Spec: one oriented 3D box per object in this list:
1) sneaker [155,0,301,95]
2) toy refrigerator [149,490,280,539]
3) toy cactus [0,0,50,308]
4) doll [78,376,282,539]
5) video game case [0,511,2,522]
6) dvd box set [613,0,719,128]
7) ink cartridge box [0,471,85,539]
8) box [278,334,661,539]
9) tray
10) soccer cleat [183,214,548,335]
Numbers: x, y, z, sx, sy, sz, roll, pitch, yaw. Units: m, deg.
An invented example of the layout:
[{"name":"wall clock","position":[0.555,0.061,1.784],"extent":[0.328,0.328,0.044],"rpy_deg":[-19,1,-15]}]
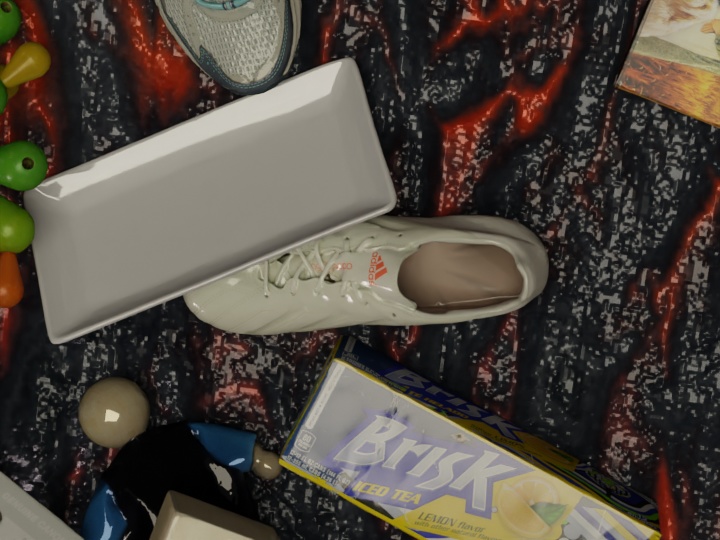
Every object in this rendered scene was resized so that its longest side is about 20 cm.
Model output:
[{"name":"sneaker","position":[-0.088,-0.185,1.129],"extent":[0.077,0.086,0.201],"rpy_deg":[-17,98,8]},{"name":"toy refrigerator","position":[-0.102,0.225,1.144],"extent":[0.070,0.076,0.201],"rpy_deg":[21,89,-8]},{"name":"toy cactus","position":[-0.244,-0.055,1.154],"extent":[0.164,0.102,0.201],"rpy_deg":[5,83,25]},{"name":"doll","position":[-0.097,0.149,1.203],"extent":[0.136,0.048,0.201],"rpy_deg":[-30,94,-9]},{"name":"video game case","position":[-0.274,0.222,1.200],"extent":[0.199,0.024,0.183],"rpy_deg":[-20,66,9]},{"name":"dvd box set","position":[0.251,-0.126,1.140],"extent":[0.199,0.029,0.147],"rpy_deg":[23,101,1]},{"name":"ink cartridge box","position":[-0.264,0.186,1.182],"extent":[0.160,0.047,0.200],"rpy_deg":[33,69,25]},{"name":"box","position":[0.059,0.115,1.180],"extent":[0.199,0.064,0.070],"rpy_deg":[28,101,-1]},{"name":"tray","position":[-0.081,-0.034,1.166],"extent":[0.199,0.022,0.108],"rpy_deg":[-22,54,8]},{"name":"soccer cleat","position":[0.000,0.000,1.158],"extent":[0.199,0.078,0.070],"rpy_deg":[-4,99,6]}]
